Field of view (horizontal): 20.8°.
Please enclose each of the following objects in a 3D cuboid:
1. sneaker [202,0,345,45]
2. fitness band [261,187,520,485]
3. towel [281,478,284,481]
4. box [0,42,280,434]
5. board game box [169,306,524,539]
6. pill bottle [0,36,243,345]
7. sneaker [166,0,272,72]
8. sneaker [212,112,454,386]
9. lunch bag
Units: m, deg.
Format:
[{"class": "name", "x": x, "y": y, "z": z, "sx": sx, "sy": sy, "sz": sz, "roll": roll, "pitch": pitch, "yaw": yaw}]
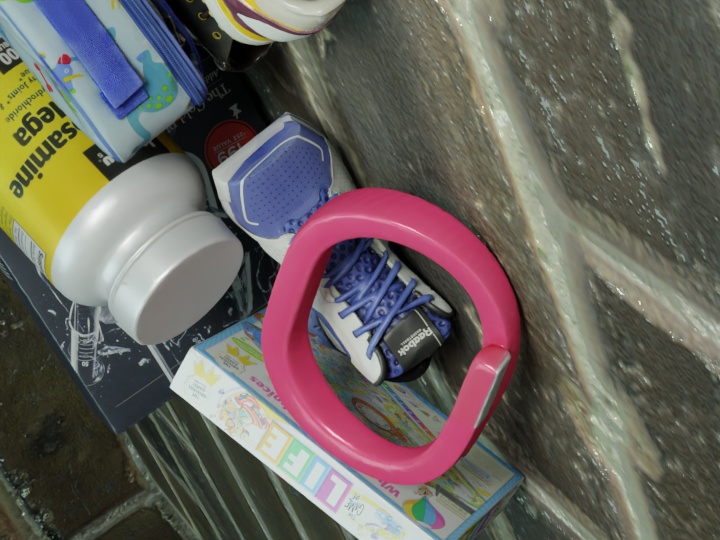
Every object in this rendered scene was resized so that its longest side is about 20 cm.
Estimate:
[{"class": "sneaker", "x": -0.071, "y": -0.204, "z": 0.953, "sx": 0.201, "sy": 0.075, "sz": 0.090, "roll": 55, "pitch": 158, "yaw": -16}, {"class": "fitness band", "x": 0.015, "y": 0.039, "z": 1.105, "sx": 0.143, "sy": 0.037, "sz": 0.201, "roll": 35, "pitch": 139, "yaw": 12}, {"class": "towel", "x": -0.137, "y": 0.132, "z": 2.111, "sx": 0.145, "sy": 0.022, "sz": 0.200, "roll": 44, "pitch": 164, "yaw": 36}, {"class": "box", "x": -0.141, "y": -0.026, "z": 1.336, "sx": 0.183, "sy": 0.199, "sz": 0.104, "roll": 59, "pitch": 168, "yaw": -19}, {"class": "board game box", "x": -0.006, "y": 0.102, "z": 1.235, "sx": 0.200, "sy": 0.034, "sz": 0.134, "roll": 38, "pitch": -154, "yaw": 13}, {"class": "pill bottle", "x": -0.166, "y": -0.053, "z": 1.183, "sx": 0.200, "sy": 0.112, "sz": 0.113, "roll": 44, "pitch": 164, "yaw": 20}, {"class": "sneaker", "x": -0.091, "y": -0.188, "z": 1.066, "sx": 0.106, "sy": 0.075, "sz": 0.200, "roll": 47, "pitch": 174, "yaw": 16}, {"class": "sneaker", "x": 0.000, "y": 0.001, "z": 1.180, "sx": 0.115, "sy": 0.080, "sz": 0.200, "roll": 38, "pitch": 165, "yaw": 45}, {"class": "lunch bag", "x": -0.170, "y": -0.160, "z": 1.049, "sx": 0.200, "sy": 0.082, "sz": 0.161, "roll": 54, "pitch": 177, "yaw": -35}]
